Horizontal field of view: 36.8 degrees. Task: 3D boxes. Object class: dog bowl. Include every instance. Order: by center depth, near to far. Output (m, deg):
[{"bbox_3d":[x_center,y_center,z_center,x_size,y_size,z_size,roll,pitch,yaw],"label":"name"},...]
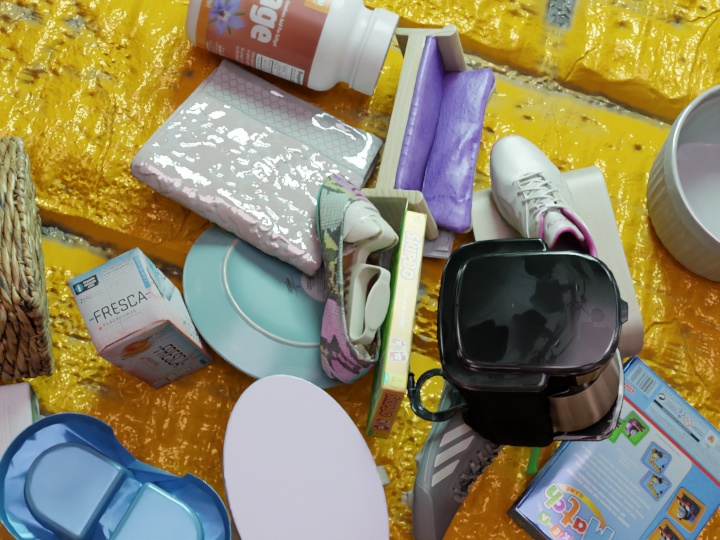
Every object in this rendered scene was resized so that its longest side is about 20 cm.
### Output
[{"bbox_3d":[-0.199,0.199,0.878,0.198,0.050,0.112,29,65,5],"label":"dog bowl"}]

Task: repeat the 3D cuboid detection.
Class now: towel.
[{"bbox_3d":[-0.093,-0.107,1.052,0.198,0.032,0.192,28,50,1],"label":"towel"}]

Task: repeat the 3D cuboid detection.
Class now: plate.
[{"bbox_3d":[-0.066,0.019,1.006,0.198,0.026,0.202,15,47,-16],"label":"plate"}]

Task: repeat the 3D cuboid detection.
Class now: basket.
[{"bbox_3d":[-0.348,-0.011,0.923,0.147,0.143,0.202,-7,55,-13],"label":"basket"}]

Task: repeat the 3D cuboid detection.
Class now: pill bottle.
[{"bbox_3d":[-0.067,-0.250,1.093,0.198,0.112,0.113,19,69,-1],"label":"pill bottle"}]

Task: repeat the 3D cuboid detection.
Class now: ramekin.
[{"bbox_3d":[0.392,-0.081,1.117,0.197,0.105,0.203,3,70,-8],"label":"ramekin"}]

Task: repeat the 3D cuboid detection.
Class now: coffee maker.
[{"bbox_3d":[0.117,0.072,0.869,0.190,0.200,0.136,-24,64,5],"label":"coffee maker"}]

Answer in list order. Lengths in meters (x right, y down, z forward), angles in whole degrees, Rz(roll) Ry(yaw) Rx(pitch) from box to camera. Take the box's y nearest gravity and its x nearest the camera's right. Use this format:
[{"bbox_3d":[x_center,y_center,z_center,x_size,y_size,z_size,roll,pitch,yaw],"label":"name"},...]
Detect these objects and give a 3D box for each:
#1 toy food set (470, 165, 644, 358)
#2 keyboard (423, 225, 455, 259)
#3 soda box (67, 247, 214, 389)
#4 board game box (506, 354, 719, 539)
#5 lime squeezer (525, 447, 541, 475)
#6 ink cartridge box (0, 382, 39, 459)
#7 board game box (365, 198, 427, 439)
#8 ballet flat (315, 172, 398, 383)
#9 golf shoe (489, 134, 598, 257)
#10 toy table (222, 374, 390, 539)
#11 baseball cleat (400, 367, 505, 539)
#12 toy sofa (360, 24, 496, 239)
[{"bbox_3d":[0.190,-0.001,1.087,0.142,0.060,0.202,-11,71,-1],"label":"toy food set"},{"bbox_3d":[0.083,-0.107,1.116,0.056,0.011,0.202,4,67,23],"label":"keyboard"},{"bbox_3d":[-0.181,0.046,0.922,0.063,0.200,0.069,-26,77,-4],"label":"soda box"},{"bbox_3d":[0.257,0.205,1.030,0.151,0.037,0.200,42,69,5],"label":"board game box"},{"bbox_3d":[0.163,0.087,1.025,0.038,0.070,0.202,-21,94,-59],"label":"lime squeezer"},{"bbox_3d":[-0.374,0.165,0.924,0.197,0.059,0.105,-7,72,-12],"label":"ink cartridge box"},{"bbox_3d":[0.033,0.041,0.981,0.030,0.096,0.202,8,57,-4],"label":"board game box"},{"bbox_3d":[0.000,0.000,0.970,0.069,0.071,0.203,19,62,-38],"label":"ballet flat"},{"bbox_3d":[0.181,-0.051,1.025,0.075,0.092,0.202,-23,71,-3],"label":"golf shoe"},{"bbox_3d":[-0.051,0.200,0.937,0.181,0.117,0.202,-7,73,-12],"label":"toy table"},{"bbox_3d":[0.106,0.158,0.979,0.105,0.070,0.203,10,82,25],"label":"baseball cleat"},{"bbox_3d":[0.071,-0.139,1.079,0.096,0.083,0.202,5,68,19],"label":"toy sofa"}]
